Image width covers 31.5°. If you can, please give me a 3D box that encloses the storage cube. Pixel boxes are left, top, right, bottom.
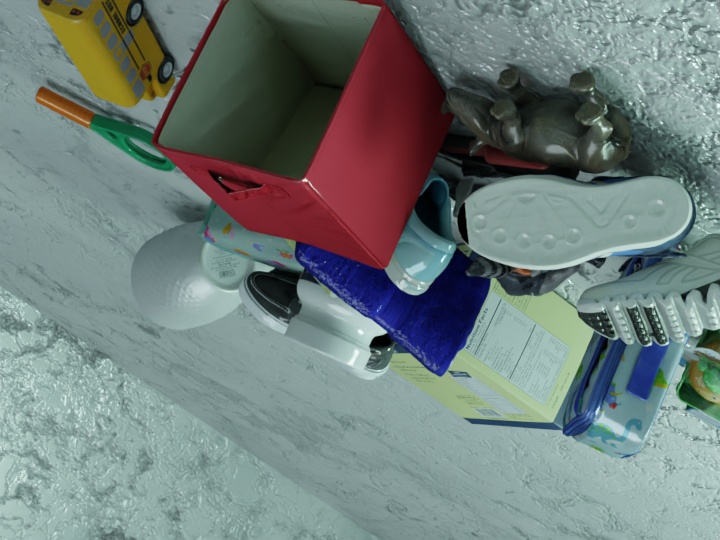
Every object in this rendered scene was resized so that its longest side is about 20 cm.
[{"bbox_3d":[-0.046,-0.128,1.146,0.170,0.201,0.180,16,164,31],"label":"storage cube"}]

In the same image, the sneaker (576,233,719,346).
[{"bbox_3d":[0.289,0.013,1.124,0.199,0.082,0.075,-8,145,14],"label":"sneaker"}]

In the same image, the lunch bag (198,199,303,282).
[{"bbox_3d":[-0.062,-0.045,1.515,0.170,0.123,0.200,8,165,40],"label":"lunch bag"}]

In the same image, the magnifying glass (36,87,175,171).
[{"bbox_3d":[-0.326,-0.184,1.655,0.199,0.023,0.080,25,162,-1],"label":"magnifying glass"}]

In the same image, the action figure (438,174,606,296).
[{"bbox_3d":[0.135,-0.027,1.282,0.199,0.105,0.193,25,175,22],"label":"action figure"}]

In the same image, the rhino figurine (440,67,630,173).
[{"bbox_3d":[0.143,-0.125,1.094,0.199,0.060,0.087,13,155,43],"label":"rhino figurine"}]

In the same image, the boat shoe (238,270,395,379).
[{"bbox_3d":[-0.047,0.051,1.475,0.199,0.070,0.066,35,134,7],"label":"boat shoe"}]

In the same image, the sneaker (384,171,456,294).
[{"bbox_3d":[0.053,-0.076,1.228,0.074,0.201,0.082,16,134,-39],"label":"sneaker"}]

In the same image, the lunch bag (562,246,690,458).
[{"bbox_3d":[0.265,0.075,1.226,0.082,0.201,0.161,24,170,5],"label":"lunch bag"}]

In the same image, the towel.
[{"bbox_3d":[0.038,-0.007,1.275,0.200,0.148,0.050,38,136,-13],"label":"towel"}]

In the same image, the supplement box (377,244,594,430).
[{"bbox_3d":[0.141,0.081,1.529,0.199,0.135,0.200,35,161,-22],"label":"supplement box"}]

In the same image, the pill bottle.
[{"bbox_3d":[0.000,0.000,1.383,0.115,0.201,0.116,24,174,3],"label":"pill bottle"}]

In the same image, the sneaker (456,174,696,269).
[{"bbox_3d":[0.191,-0.042,1.119,0.199,0.081,0.146,-5,178,11],"label":"sneaker"}]

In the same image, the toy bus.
[{"bbox_3d":[-0.260,-0.238,1.338,0.065,0.079,0.200,21,161,19],"label":"toy bus"}]

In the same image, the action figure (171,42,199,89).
[{"bbox_3d":[-0.117,-0.169,1.345,0.130,0.070,0.200,20,158,45],"label":"action figure"}]

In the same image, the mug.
[{"bbox_3d":[-0.207,0.002,1.843,0.199,0.149,0.175,3,169,-33],"label":"mug"}]

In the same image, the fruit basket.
[{"bbox_3d":[0.403,0.129,1.309,0.184,0.094,0.200,28,-179,-2],"label":"fruit basket"}]

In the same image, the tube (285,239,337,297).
[{"bbox_3d":[-0.072,-0.061,1.323,0.200,0.052,0.058,48,129,18],"label":"tube"}]

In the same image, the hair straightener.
[{"bbox_3d":[0.129,-0.096,1.220,0.199,0.041,0.077,7,152,48],"label":"hair straightener"}]
